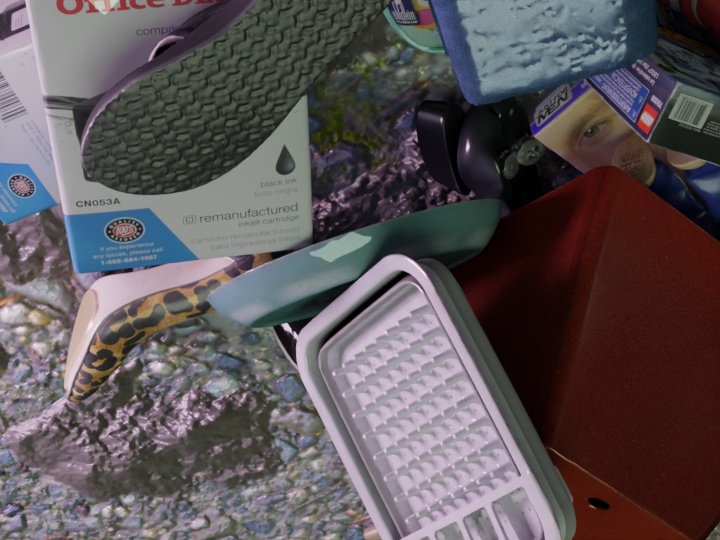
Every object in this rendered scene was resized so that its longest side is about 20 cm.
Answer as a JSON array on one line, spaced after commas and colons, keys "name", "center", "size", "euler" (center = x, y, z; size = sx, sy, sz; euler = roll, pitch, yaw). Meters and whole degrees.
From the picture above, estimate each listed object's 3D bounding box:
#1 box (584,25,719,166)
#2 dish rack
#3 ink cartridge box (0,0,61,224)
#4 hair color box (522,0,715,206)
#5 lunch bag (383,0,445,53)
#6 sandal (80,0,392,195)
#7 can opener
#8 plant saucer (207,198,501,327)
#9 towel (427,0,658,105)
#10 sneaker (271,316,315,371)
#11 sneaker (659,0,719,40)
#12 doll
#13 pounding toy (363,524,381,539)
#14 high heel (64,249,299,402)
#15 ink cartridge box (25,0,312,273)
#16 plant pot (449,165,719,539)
[{"name": "box", "center": [0.226, -0.092, 0.866], "size": [0.199, 0.137, 0.040], "euler": [15, 114, -23]}, {"name": "dish rack", "center": [0.047, 0.097, 0.888], "size": [0.043, 0.200, 0.172], "euler": [-21, 168, -34]}, {"name": "ink cartridge box", "center": [-0.158, -0.122, 0.913], "size": [0.199, 0.068, 0.116], "euler": [-20, 132, 9]}, {"name": "hair color box", "center": [0.215, -0.091, 0.997], "size": [0.200, 0.065, 0.109], "euler": [32, 122, -29]}, {"name": "lunch bag", "center": [0.079, -0.206, 0.749], "size": [0.199, 0.077, 0.161], "euler": [-17, 129, 11]}, {"name": "sandal", "center": [-0.059, -0.110, 0.755], "size": [0.200, 0.048, 0.075], "euler": [-38, 124, 13]}, {"name": "can opener", "center": [0.103, -0.049, 1.033], "size": [0.063, 0.079, 0.200], "euler": [-46, 137, -17]}, {"name": "plant saucer", "center": [0.000, 0.000, 0.958], "size": [0.199, 0.028, 0.200], "euler": [-17, 174, -2]}, {"name": "towel", "center": [0.075, -0.180, 0.691], "size": [0.111, 0.049, 0.201], "euler": [-11, 125, 8]}, {"name": "sneaker", "center": [0.014, 0.075, 1.049], "size": [0.070, 0.200, 0.090], "euler": [-39, 174, -15]}, {"name": "sneaker", "center": [0.265, -0.172, 0.935], "size": [0.200, 0.112, 0.071], "euler": [-5, 132, -47]}, {"name": "doll", "center": [0.236, -0.020, 0.990], "size": [0.136, 0.049, 0.200], "euler": [-24, 134, 26]}, {"name": "pounding toy", "center": [0.104, 0.182, 1.201], "size": [0.183, 0.142, 0.201], "euler": [-2, 122, -7]}, {"name": "high heel", "center": [-0.124, 0.038, 1.063], "size": [0.142, 0.072, 0.200], "euler": [18, 122, -21]}, {"name": "ink cartridge box", "center": [-0.104, -0.106, 0.834], "size": [0.144, 0.084, 0.201], "euler": [-6, 130, -6]}, {"name": "plant pot", "center": [0.150, 0.083, 0.968], "size": [0.200, 0.177, 0.200], "euler": [34, 149, -17]}]
